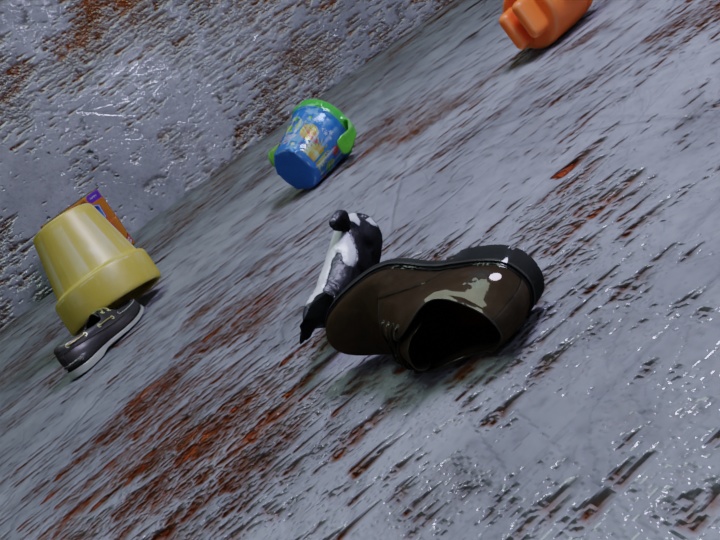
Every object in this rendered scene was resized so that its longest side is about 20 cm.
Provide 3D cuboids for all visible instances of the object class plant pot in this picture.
[{"bbox_3d":[-0.508,-0.010,1.530,0.199,0.190,0.201,-36,2,1],"label":"plant pot"}]

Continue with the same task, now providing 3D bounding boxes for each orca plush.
[{"bbox_3d":[0.000,0.000,0.790,0.069,0.108,0.200,6,16,11],"label":"orca plush"}]

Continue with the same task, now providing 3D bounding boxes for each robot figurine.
[{"bbox_3d":[0.315,-0.449,1.351,0.115,0.146,0.200,29,57,28],"label":"robot figurine"}]

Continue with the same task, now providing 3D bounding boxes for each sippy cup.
[{"bbox_3d":[-0.096,-0.229,1.539,0.131,0.138,0.178,-59,3,-34],"label":"sippy cup"}]

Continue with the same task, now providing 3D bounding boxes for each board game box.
[{"bbox_3d":[-0.857,-0.112,2.551,0.199,0.202,0.199,-38,17,-17],"label":"board game box"}]

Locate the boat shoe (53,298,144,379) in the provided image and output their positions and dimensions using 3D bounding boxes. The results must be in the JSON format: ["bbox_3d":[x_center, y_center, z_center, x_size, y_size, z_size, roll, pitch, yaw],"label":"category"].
[{"bbox_3d":[-0.444,0.100,1.394,0.071,0.061,0.202,-24,19,32],"label":"boat shoe"}]

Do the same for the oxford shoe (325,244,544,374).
[{"bbox_3d":[0.035,0.037,0.613,0.198,0.073,0.085,-19,24,44],"label":"oxford shoe"}]
